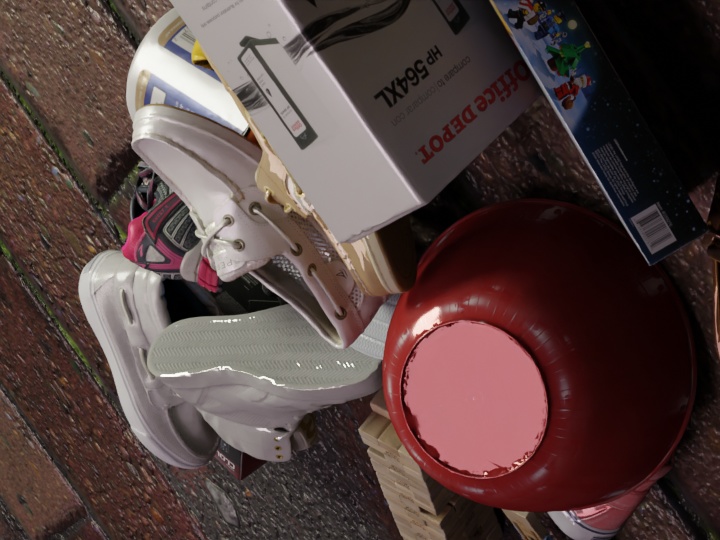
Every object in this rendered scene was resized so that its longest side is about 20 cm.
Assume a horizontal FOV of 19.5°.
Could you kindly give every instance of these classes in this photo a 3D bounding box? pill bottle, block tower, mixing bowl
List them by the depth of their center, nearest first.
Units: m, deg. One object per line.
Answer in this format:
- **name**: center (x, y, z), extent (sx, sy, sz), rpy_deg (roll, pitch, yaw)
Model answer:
- **mixing bowl**: center (0.088, 0.063, 1.250), extent (0.200, 0.108, 0.201), rpy_deg (6, 104, 27)
- **pill bottle**: center (-0.054, -0.096, 1.390), extent (0.200, 0.111, 0.111), rpy_deg (34, 145, 35)
- **block tower**: center (0.051, 0.150, 1.498), extent (0.058, 0.054, 0.200), rpy_deg (27, 155, 30)

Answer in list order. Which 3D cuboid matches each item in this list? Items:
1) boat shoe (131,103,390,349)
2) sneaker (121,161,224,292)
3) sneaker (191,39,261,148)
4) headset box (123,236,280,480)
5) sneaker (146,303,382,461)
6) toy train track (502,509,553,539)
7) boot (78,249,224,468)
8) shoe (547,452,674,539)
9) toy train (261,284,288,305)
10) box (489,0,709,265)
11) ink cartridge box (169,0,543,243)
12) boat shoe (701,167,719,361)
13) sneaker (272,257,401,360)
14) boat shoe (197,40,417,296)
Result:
- **boat shoe**: center (-0.067, -0.024, 1.292), extent (0.200, 0.069, 0.071), rpy_deg (37, 157, -16)
- **sneaker**: center (-0.126, -0.062, 1.491), extent (0.200, 0.074, 0.081), rpy_deg (-97, 22, -61)
- **sneaker**: center (-0.071, -0.168, 1.305), extent (0.070, 0.090, 0.200), rpy_deg (71, 178, -77)
- **headset box**: center (-0.118, 0.063, 1.697), extent (0.149, 0.075, 0.200), rpy_deg (40, 148, 26)
- **sneaker**: center (-0.043, 0.084, 1.493), extent (0.200, 0.074, 0.116), rpy_deg (0, 144, 36)
- **toy train track**: center (0.139, 0.189, 1.435), extent (0.115, 0.033, 0.200), rpy_deg (25, 164, 32)
- **boot**: center (-0.137, 0.075, 1.587), extent (0.095, 0.074, 0.200), rpy_deg (6, 132, 43)
- **shoe**: center (0.122, 0.075, 1.356), extent (0.200, 0.071, 0.091), rpy_deg (53, 136, 19)
- **toy train**: center (-0.047, 0.011, 1.563), extent (0.046, 0.034, 0.200), rpy_deg (-15, 114, 16)
- **box**: center (0.115, -0.105, 1.124), extent (0.200, 0.038, 0.137), rpy_deg (59, -173, -7)
- **ink cartridge box**: center (-0.003, -0.139, 1.174), extent (0.084, 0.146, 0.200), rpy_deg (-25, 104, 49)
- **boat shoe**: center (0.217, -0.024, 1.094), extent (0.072, 0.068, 0.200), rpy_deg (32, 144, 37)
- **sneaker**: center (0.000, 0.000, 1.411), extent (0.200, 0.071, 0.073), rpy_deg (34, 121, 41)
- **boat shoe**: center (-0.032, -0.070, 1.241), extent (0.069, 0.074, 0.200), rpy_deg (-25, 90, 20)
